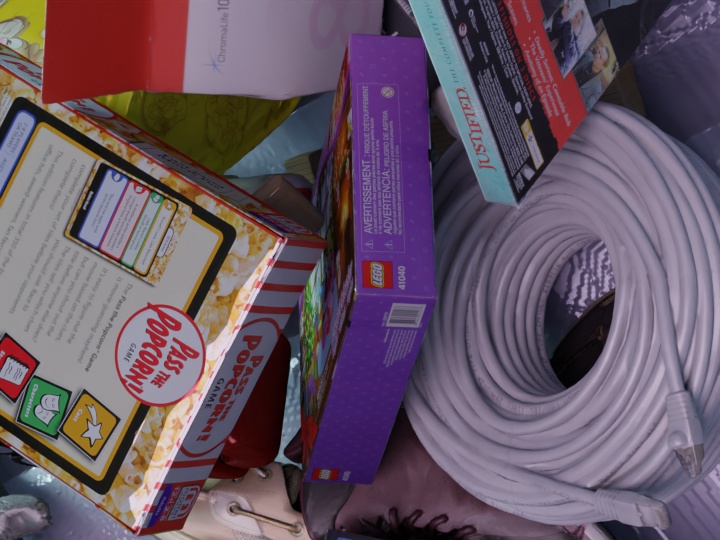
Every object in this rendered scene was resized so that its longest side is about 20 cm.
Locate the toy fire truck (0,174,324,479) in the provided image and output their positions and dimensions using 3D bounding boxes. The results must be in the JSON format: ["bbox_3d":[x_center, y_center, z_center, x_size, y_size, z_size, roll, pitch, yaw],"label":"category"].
[{"bbox_3d":[-0.088,0.035,1.105,0.200,0.176,0.129,-5,72,42],"label":"toy fire truck"}]

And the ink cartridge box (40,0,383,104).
[{"bbox_3d":[-0.058,-0.159,1.025,0.057,0.200,0.163,14,108,29],"label":"ink cartridge box"}]

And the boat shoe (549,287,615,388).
[{"bbox_3d":[0.151,0.032,1.096,0.200,0.073,0.075,-44,83,26],"label":"boat shoe"}]

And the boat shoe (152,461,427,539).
[{"bbox_3d":[-0.047,0.134,1.216,0.200,0.072,0.065,22,99,18],"label":"boat shoe"}]

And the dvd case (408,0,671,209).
[{"bbox_3d":[0.089,-0.146,0.990,0.022,0.200,0.146,8,136,38],"label":"dvd case"}]

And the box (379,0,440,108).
[{"bbox_3d":[0.015,-0.206,1.119,0.200,0.044,0.160,44,116,9],"label":"box"}]

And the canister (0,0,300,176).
[{"bbox_3d":[-0.148,-0.114,1.142,0.200,0.149,0.087,18,133,31],"label":"canister"}]

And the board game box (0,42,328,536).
[{"bbox_3d":[-0.134,0.004,1.013,0.200,0.046,0.152,32,101,22],"label":"board game box"}]

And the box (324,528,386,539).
[{"bbox_3d":[0.075,0.201,1.128,0.200,0.038,0.137,11,141,7],"label":"box"}]

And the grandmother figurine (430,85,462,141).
[{"bbox_3d":[0.051,-0.152,1.026,0.060,0.121,0.200,-9,89,1],"label":"grandmother figurine"}]

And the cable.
[{"bbox_3d":[0.101,0.019,1.051,0.200,0.069,0.200,-1,84,47],"label":"cable"}]

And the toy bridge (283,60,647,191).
[{"bbox_3d":[0.054,-0.050,1.147,0.200,0.027,0.067,-15,97,27],"label":"toy bridge"}]

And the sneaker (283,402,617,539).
[{"bbox_3d":[0.042,0.136,1.147,0.200,0.076,0.116,41,80,20],"label":"sneaker"}]

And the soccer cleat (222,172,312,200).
[{"bbox_3d":[-0.109,-0.035,1.193,0.200,0.069,0.085,-19,75,40],"label":"soccer cleat"}]

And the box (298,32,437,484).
[{"bbox_3d":[0.000,0.000,1.061,0.039,0.137,0.200,3,150,-7],"label":"box"}]

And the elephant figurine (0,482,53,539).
[{"bbox_3d":[-0.253,0.207,1.307,0.141,0.155,0.200,-12,113,-17],"label":"elephant figurine"}]
